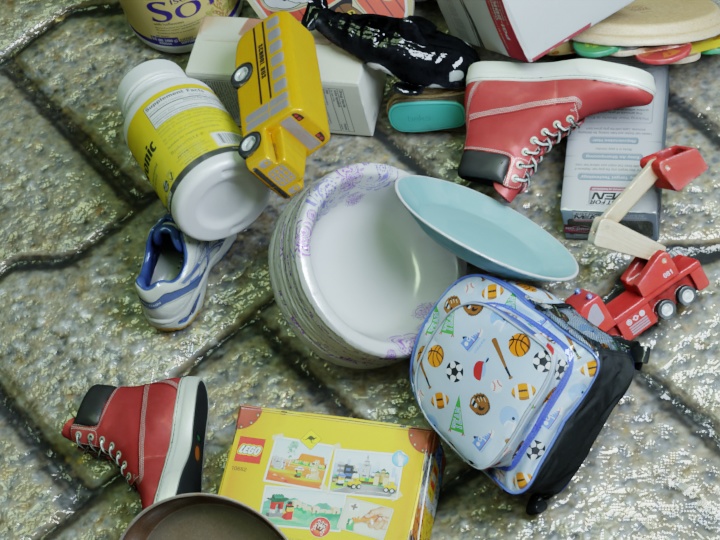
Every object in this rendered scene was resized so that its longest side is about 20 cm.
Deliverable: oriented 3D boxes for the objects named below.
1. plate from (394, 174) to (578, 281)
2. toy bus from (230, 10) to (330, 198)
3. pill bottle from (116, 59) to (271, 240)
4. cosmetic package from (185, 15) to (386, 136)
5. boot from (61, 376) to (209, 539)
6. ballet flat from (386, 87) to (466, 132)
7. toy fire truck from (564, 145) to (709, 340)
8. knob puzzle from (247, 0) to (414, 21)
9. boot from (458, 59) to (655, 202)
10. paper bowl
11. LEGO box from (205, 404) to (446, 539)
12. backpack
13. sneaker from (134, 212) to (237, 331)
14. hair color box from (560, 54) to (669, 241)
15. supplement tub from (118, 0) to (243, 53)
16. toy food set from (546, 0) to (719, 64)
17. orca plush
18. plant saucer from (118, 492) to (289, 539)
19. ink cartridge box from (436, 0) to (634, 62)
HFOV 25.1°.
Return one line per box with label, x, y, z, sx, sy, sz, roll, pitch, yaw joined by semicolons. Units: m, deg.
plate;0.119;-0.035;1.578;0.200;0.200;0.026;35;111;26
toy bus;-0.081;-0.170;1.650;0.078;0.065;0.200;-30;44;21
pill bottle;-0.182;-0.133;1.704;0.111;0.111;0.200;-30;52;-7
cosmetic package;-0.081;-0.218;1.801;0.200;0.103;0.087;7;60;13
boot;-0.233;0.199;1.613;0.144;0.072;0.200;-4;52;9
ballet flat;0.129;-0.182;1.770;0.200;0.068;0.072;3;41;17
toy fire truck;0.272;-0.018;1.598;0.200;0.141;0.049;-34;16;-8
knob puzzle;-0.028;-0.298;1.798;0.219;0.220;0.030;4;33;13
boot;0.200;-0.138;1.652;0.200;0.072;0.144;1;76;23
paper bowl;0.000;0.000;1.627;0.200;0.104;0.201;10;69;-29
LEGO box;-0.033;0.221;1.553;0.200;0.077;0.149;6;62;15
backpack;0.136;0.099;1.527;0.190;0.154;0.200;42;105;40
sneaker;-0.184;-0.037;1.726;0.075;0.088;0.200;5;60;16
hair color box;0.270;-0.131;1.706;0.099;0.061;0.200;2;60;13
supplement tub;-0.223;-0.362;1.855;0.145;0.200;0.146;-5;60;9
toy food set;0.295;-0.258;1.728;0.200;0.049;0.198;-16;25;-31
orca plush;0.040;-0.258;1.716;0.200;0.071;0.105;32;58;4
plant saucer;-0.135;0.297;1.501;0.200;0.034;0.201;4;103;16
ink cartridge box;0.179;-0.301;1.701;0.147;0.083;0.200;-32;24;-10
